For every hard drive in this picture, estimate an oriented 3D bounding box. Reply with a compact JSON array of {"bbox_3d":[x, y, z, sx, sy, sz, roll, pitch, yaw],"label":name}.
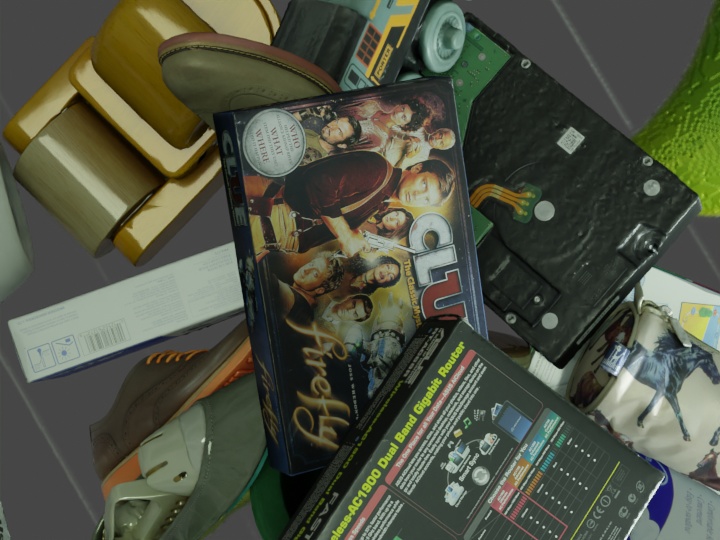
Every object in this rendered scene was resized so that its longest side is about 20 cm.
[{"bbox_3d":[0.098,-0.053,1.033,0.200,0.038,0.140,41,91,19],"label":"hard drive"}]

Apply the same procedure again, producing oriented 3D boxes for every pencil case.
[{"bbox_3d":[0.228,0.091,0.977,0.199,0.078,0.090,27,123,-3],"label":"pencil case"}]

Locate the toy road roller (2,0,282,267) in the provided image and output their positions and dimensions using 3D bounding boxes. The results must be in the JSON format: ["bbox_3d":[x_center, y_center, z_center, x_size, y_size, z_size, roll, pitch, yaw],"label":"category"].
[{"bbox_3d":[-0.134,-0.107,1.018,0.123,0.146,0.200,44,91,3],"label":"toy road roller"}]

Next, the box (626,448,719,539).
[{"bbox_3d":[0.202,0.227,0.953,0.199,0.184,0.105,32,120,-4],"label":"box"}]

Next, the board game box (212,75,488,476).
[{"bbox_3d":[0.000,0.000,0.903,0.135,0.035,0.201,-13,99,-24],"label":"board game box"}]

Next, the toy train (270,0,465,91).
[{"bbox_3d":[0.013,-0.166,1.007,0.085,0.114,0.201,18,79,33],"label":"toy train"}]

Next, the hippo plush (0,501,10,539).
[{"bbox_3d":[-0.206,0.235,1.008,0.159,0.161,0.201,-32,88,2],"label":"hippo plush"}]

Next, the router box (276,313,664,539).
[{"bbox_3d":[0.048,0.147,0.872,0.150,0.062,0.200,38,78,-13],"label":"router box"}]

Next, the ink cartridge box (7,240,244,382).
[{"bbox_3d":[-0.118,0.019,1.041,0.199,0.094,0.044,-19,88,3],"label":"ink cartridge box"}]

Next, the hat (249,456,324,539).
[{"bbox_3d":[0.008,0.154,1.023,0.199,0.176,0.166,18,66,7],"label":"hat"}]

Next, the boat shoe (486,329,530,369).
[{"bbox_3d":[0.015,0.077,1.048,0.199,0.073,0.063,-6,99,16],"label":"boat shoe"}]

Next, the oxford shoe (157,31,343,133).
[{"bbox_3d":[-0.037,-0.067,0.929,0.200,0.070,0.075,30,59,-33],"label":"oxford shoe"}]

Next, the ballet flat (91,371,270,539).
[{"bbox_3d":[-0.112,0.129,0.965,0.063,0.200,0.068,9,48,-26],"label":"ballet flat"}]

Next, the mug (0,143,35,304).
[{"bbox_3d":[-0.308,-0.041,1.012,0.174,0.148,0.201,-15,123,-6],"label":"mug"}]

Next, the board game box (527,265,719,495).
[{"bbox_3d":[0.204,0.084,1.048,0.199,0.040,0.154,23,90,3],"label":"board game box"}]

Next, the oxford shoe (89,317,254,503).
[{"bbox_3d":[-0.113,0.074,1.022,0.200,0.071,0.073,-43,64,29],"label":"oxford shoe"}]
